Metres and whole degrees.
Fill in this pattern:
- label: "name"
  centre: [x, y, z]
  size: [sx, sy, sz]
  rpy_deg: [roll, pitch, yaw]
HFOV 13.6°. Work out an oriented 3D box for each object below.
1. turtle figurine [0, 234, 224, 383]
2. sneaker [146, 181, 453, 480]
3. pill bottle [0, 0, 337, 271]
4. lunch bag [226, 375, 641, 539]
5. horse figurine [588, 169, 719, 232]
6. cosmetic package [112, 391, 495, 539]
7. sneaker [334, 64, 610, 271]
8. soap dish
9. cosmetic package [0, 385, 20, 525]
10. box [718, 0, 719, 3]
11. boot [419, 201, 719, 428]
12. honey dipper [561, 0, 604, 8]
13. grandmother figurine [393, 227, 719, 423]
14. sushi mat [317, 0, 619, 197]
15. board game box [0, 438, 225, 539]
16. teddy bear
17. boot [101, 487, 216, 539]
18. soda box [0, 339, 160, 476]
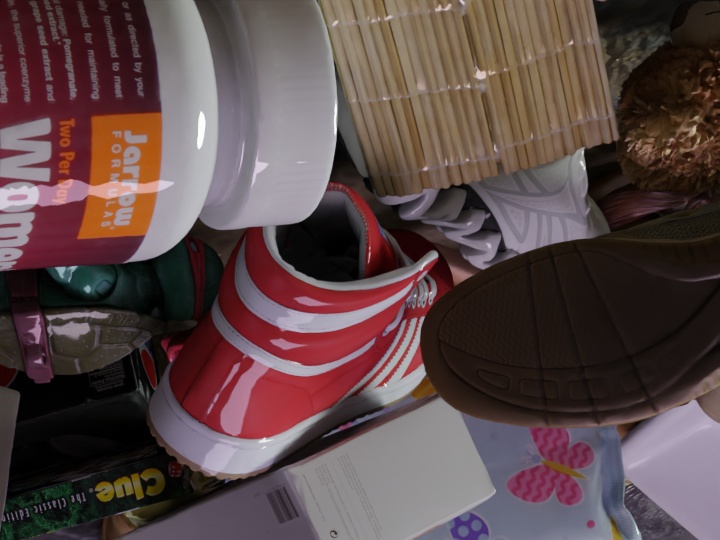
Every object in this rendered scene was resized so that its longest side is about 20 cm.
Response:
- label: "turtle figurine"
  centre: [-0.127, -0.007, 1.156]
  size: [0.199, 0.101, 0.150]
  rpy_deg: [-6, 158, -5]
- label: "sneaker"
  centre: [0.000, 0.000, 1.171]
  size: [0.200, 0.071, 0.113]
  rpy_deg: [-36, 159, -57]
- label: "pill bottle"
  centre: [-0.116, -0.054, 1.016]
  size: [0.199, 0.110, 0.110]
  rpy_deg: [-4, 157, -23]
- label: "lunch bag"
  centre: [0.024, 0.090, 1.439]
  size: [0.169, 0.128, 0.200]
  rpy_deg: [-12, 180, -7]
- label: "horse figurine"
  centre: [0.142, -0.013, 1.363]
  size: [0.132, 0.050, 0.200]
  rpy_deg: [-23, 158, 10]
- label: "cosmetic package"
  centre: [-0.031, 0.104, 1.231]
  size: [0.082, 0.051, 0.200]
  rpy_deg: [-27, 179, -30]
- label: "sneaker"
  centre: [0.064, -0.043, 1.211]
  size: [0.081, 0.075, 0.200]
  rpy_deg: [-33, 151, 15]
- label: "soap dish"
  centre: [0.228, 0.084, 1.517]
  size: [0.081, 0.157, 0.200]
  rpy_deg: [-49, 179, -28]
- label: "cosmetic package"
  centre: [-0.244, 0.075, 1.193]
  size: [0.200, 0.104, 0.073]
  rpy_deg: [21, 145, -23]
- label: "box"
  centre: [0.225, -0.142, 1.061]
  size: [0.199, 0.075, 0.100]
  rpy_deg: [-12, 158, -1]
- label: "boot"
  centre: [0.124, 0.012, 1.198]
  size: [0.199, 0.072, 0.155]
  rpy_deg: [-15, -179, 3]
- label: "honey dipper"
  centre: [0.022, -0.093, 1.107]
  size: [0.199, 0.038, 0.038]
  rpy_deg: [-20, 158, 19]
- label: "grandmother figurine"
  centre: [0.101, 0.034, 1.298]
  size: [0.199, 0.121, 0.061]
  rpy_deg: [14, 120, 5]
- label: "sushi mat"
  centre: [0.033, -0.098, 1.056]
  size: [0.095, 0.012, 0.200]
  rpy_deg: [-14, 142, 3]
- label: "board game box"
  centre: [-0.110, 0.091, 1.341]
  size: [0.104, 0.024, 0.200]
  rpy_deg: [-18, -178, -1]
- label: "teddy bear"
  centre: [0.195, -0.078, 1.146]
  size: [0.199, 0.067, 0.145]
  rpy_deg: [1, -153, 24]
- label: "boot"
  centre: [-0.062, 0.157, 1.642]
  size: [0.175, 0.066, 0.200]
  rpy_deg: [-8, 157, -17]
- label: "soda box"
  centre: [-0.190, 0.060, 1.321]
  size: [0.199, 0.064, 0.071]
  rpy_deg: [-15, 159, 4]
